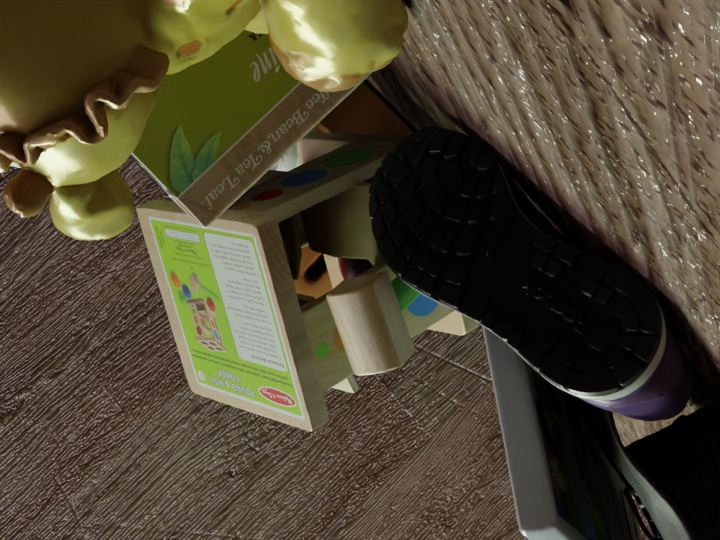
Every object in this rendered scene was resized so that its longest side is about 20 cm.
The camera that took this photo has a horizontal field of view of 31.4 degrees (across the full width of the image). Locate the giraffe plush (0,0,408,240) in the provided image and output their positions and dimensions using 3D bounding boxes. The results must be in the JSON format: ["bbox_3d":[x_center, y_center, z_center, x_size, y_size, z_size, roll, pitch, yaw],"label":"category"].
[{"bbox_3d":[-0.089,-0.099,0.484,0.173,0.162,0.200,47,-179,-18],"label":"giraffe plush"}]

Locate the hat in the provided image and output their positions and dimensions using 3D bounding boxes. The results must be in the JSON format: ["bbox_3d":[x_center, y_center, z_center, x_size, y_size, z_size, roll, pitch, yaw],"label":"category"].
[{"bbox_3d":[0.189,0.130,0.647,0.201,0.081,0.201,61,-179,-2],"label":"hat"}]

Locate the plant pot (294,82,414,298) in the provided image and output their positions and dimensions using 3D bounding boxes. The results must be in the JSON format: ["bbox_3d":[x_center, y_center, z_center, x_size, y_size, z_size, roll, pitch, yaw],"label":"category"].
[{"bbox_3d":[-0.003,-0.035,0.943,0.200,0.140,0.200,47,-178,-2],"label":"plant pot"}]

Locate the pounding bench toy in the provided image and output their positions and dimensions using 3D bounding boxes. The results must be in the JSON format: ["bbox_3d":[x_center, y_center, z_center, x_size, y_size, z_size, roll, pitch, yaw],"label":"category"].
[{"bbox_3d":[0.000,0.000,0.744,0.200,0.156,0.125,10,120,50],"label":"pounding bench toy"}]

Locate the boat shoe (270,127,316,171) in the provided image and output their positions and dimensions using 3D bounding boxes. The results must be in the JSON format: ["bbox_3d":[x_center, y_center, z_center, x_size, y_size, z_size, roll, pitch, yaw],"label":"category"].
[{"bbox_3d":[-0.095,-0.143,0.840,0.068,0.072,0.200,-31,-76,-48],"label":"boat shoe"}]

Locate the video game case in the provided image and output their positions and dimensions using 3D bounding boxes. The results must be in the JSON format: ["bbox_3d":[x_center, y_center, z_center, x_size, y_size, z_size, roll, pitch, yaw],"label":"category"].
[{"bbox_3d":[0.112,0.077,0.721,0.182,0.022,0.200,44,-147,-52],"label":"video game case"}]

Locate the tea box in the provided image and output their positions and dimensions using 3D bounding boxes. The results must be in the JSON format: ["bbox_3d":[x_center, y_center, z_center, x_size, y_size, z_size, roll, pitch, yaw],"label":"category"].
[{"bbox_3d":[-0.112,-0.150,0.696,0.197,0.134,0.200,47,-179,-17],"label":"tea box"}]

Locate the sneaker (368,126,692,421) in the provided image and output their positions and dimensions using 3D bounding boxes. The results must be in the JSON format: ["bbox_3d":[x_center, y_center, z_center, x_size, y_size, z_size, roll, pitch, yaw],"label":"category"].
[{"bbox_3d":[0.080,0.008,0.633,0.200,0.076,0.088,47,-173,39],"label":"sneaker"}]

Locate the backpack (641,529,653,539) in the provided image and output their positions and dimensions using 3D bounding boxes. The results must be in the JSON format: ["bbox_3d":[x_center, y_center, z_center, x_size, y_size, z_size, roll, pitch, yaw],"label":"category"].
[{"bbox_3d":[0.257,0.241,0.854,0.200,0.154,0.191,50,171,12],"label":"backpack"}]

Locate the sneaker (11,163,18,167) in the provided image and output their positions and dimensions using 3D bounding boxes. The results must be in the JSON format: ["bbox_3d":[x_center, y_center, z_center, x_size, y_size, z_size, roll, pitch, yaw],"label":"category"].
[{"bbox_3d":[-0.216,-0.114,0.653,0.200,0.070,0.080,50,176,-41],"label":"sneaker"}]
